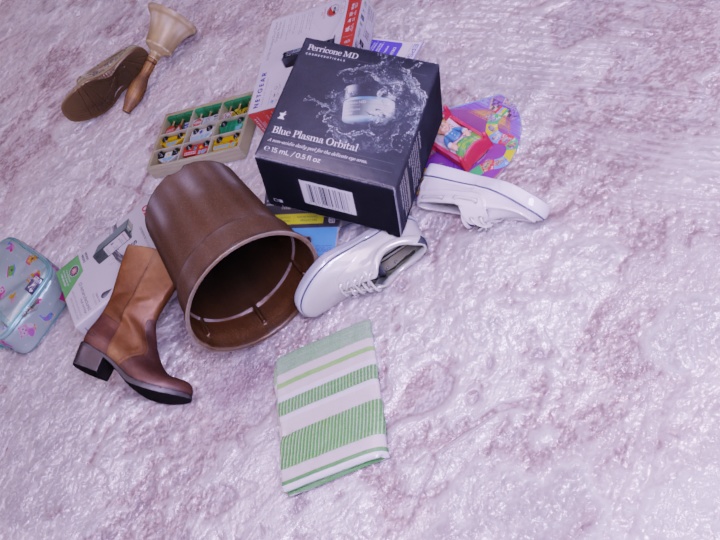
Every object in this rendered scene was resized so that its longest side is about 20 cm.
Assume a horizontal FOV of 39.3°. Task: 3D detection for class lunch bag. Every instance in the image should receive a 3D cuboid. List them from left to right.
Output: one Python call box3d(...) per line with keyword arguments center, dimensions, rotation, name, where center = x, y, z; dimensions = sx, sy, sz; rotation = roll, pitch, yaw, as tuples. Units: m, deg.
box3d(center=(-0.578, 0.042, 1.682), dimensions=(0.199, 0.077, 0.161), rotation=(27, 74, 43), name="lunch bag")

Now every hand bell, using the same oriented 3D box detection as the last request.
box3d(center=(-0.395, -0.387, 1.894), dimensions=(0.103, 0.104, 0.203), rotation=(19, 82, 41), name="hand bell")

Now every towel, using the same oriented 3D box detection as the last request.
box3d(center=(-0.040, 0.171, 1.268), dimensions=(0.150, 0.023, 0.202), rotation=(-24, 46, 16), name="towel")

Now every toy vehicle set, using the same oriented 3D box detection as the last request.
box3d(center=(-0.265, -0.230, 1.713), dimensions=(0.197, 0.027, 0.126), rotation=(-9, 53, 28), name="toy vehicle set")

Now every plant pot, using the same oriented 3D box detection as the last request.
box3d(center=(-0.188, -0.033, 1.368), dimensions=(0.199, 0.201, 0.199), rotation=(-40, 56, 1), name="plant pot")

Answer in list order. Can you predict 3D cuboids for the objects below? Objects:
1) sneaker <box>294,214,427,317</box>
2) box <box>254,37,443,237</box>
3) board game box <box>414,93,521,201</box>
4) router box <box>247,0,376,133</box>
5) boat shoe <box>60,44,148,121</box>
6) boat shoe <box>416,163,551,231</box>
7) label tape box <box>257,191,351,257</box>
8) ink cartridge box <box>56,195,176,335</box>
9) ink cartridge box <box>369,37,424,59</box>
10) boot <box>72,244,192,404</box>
box3d(center=(0.000, 0.000, 1.332), dimensions=(0.199, 0.073, 0.071), rotation=(-38, 42, 3), name="sneaker")
box3d(center=(-0.011, -0.178, 1.326), dimensions=(0.193, 0.118, 0.203), rotation=(14, 64, 14), name="box")
box3d(center=(0.125, -0.183, 1.408), dimensions=(0.197, 0.039, 0.161), rotation=(-12, 52, 27), name="board game box")
box3d(center=(-0.074, -0.324, 1.579), dimensions=(0.176, 0.049, 0.203), rotation=(-9, 55, 29), name="router box")
box3d(center=(-0.492, -0.360, 1.937), dimensions=(0.199, 0.074, 0.063), rotation=(-38, 38, -12), name="boat shoe")
box3d(center=(0.156, -0.083, 1.303), dimensions=(0.198, 0.073, 0.066), rotation=(21, 85, 45), name="boat shoe")
box3d(center=(-0.066, -0.112, 1.455), dimensions=(0.142, 0.063, 0.204), rotation=(0, 79, 33), name="label tape box")
box3d(center=(-0.357, 0.003, 1.559), dimensions=(0.199, 0.084, 0.146), rotation=(-39, 46, 2), name="ink cartridge box")
box3d(center=(-0.012, -0.274, 1.566), dimensions=(0.198, 0.043, 0.200), rotation=(16, 68, 41), name="ink cartridge box")
box3d(center=(-0.289, 0.076, 1.436), dimensions=(0.185, 0.069, 0.203), rotation=(16, 69, 19), name="boot")
